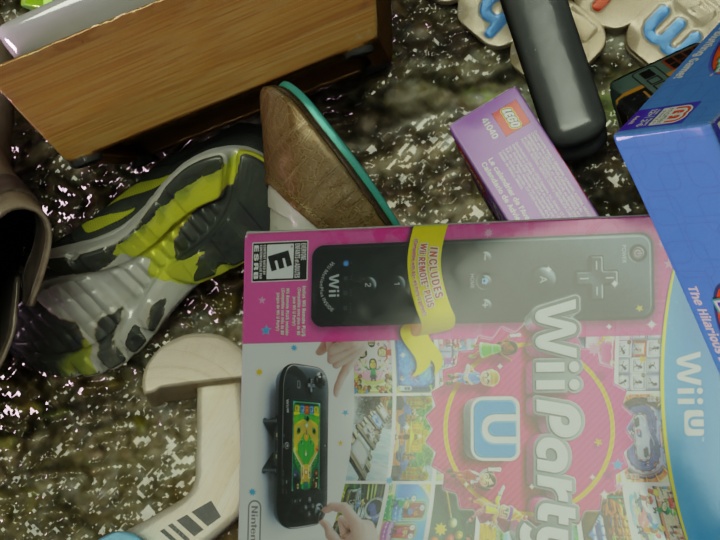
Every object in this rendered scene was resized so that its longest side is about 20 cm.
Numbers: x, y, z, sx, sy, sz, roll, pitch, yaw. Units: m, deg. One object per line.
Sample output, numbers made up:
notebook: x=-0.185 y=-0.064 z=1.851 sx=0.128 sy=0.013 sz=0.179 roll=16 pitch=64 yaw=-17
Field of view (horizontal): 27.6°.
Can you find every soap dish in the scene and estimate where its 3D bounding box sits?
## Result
soap dish: x=-0.075 y=-0.119 z=0.767 sx=0.200 sy=0.157 sz=0.081 roll=-21 pitch=92 yaw=5

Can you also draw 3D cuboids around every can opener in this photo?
can opener: x=0.104 y=-0.160 z=0.775 sx=0.067 sy=0.053 sz=0.200 roll=-18 pitch=76 yaw=7

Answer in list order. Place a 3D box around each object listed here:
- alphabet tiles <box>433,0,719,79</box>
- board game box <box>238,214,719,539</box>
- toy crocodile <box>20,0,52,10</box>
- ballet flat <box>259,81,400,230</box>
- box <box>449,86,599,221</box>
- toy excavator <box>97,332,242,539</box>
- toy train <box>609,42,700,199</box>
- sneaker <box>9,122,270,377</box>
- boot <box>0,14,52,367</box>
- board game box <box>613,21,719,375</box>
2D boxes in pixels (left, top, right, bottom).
alphabet tiles: x=0.131 y=-0.199 z=0.813 sx=0.200 sy=0.015 sz=0.196 roll=43 pitch=88 yaw=15
board game box: x=0.053 y=0.054 z=0.614 sx=0.200 sy=0.064 sz=0.148 roll=-2 pitch=82 yaw=15
toy crocodile: x=-0.203 y=-0.182 z=0.850 sx=0.200 sy=0.062 sz=0.068 roll=6 pitch=93 yaw=8
ballet flat: x=0.000 y=0.000 z=0.725 sx=0.072 sy=0.068 sz=0.200 roll=-44 pitch=117 yaw=-3
box: x=0.115 y=0.020 z=0.705 sx=0.039 sy=0.137 sz=0.200 roll=-31 pitch=74 yaw=3
toy excavator: x=-0.105 y=0.157 z=0.748 sx=0.200 sy=0.100 sz=0.195 roll=-32 pitch=76 yaw=-11
toy train: x=0.219 y=-0.090 z=0.727 sx=0.200 sy=0.114 sz=0.085 roll=-26 pitch=118 yaw=0
sneaker: x=-0.113 y=-0.010 z=0.792 sx=0.200 sy=0.085 sz=0.075 roll=-29 pitch=107 yaw=22
boot: x=-0.194 y=-0.037 z=0.741 sx=0.146 sy=0.070 sz=0.200 roll=18 pitch=98 yaw=57
board game box: x=0.189 y=-0.010 z=0.578 sx=0.045 sy=0.200 sz=0.152 roll=-3 pitch=34 yaw=46
